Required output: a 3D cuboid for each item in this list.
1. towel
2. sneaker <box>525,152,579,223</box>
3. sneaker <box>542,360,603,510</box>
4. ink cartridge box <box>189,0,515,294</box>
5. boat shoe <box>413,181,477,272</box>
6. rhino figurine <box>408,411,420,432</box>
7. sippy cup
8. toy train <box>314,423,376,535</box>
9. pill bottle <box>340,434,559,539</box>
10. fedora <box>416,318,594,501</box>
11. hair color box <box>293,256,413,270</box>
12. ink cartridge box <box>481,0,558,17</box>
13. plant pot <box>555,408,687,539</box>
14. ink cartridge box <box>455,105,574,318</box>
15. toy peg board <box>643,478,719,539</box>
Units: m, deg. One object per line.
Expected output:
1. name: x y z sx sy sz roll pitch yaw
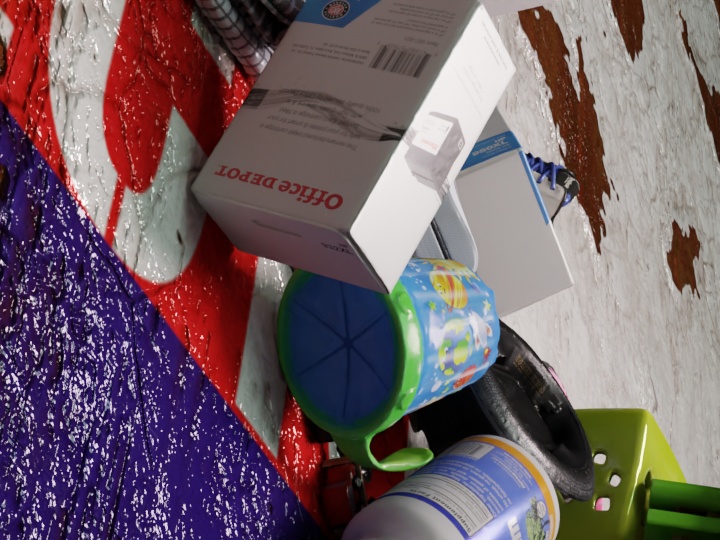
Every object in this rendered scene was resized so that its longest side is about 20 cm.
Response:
1. towel: -0.075 -0.270 1.430 0.166 0.085 0.201 53 32 -47
2. sneaker: 0.156 -0.100 1.903 0.081 0.114 0.201 -52 127 -65
3. sneaker: 0.200 0.182 1.940 0.095 0.078 0.201 -62 139 -76
4. ink cartridge box: -0.004 -0.099 1.332 0.201 0.144 0.084 -60 143 -20
5. boat shoe: 0.039 -0.080 1.499 0.062 0.072 0.201 -121 -167 -66
6. rhino figurine: 0.066 0.067 1.650 0.088 0.059 0.201 61 28 -34
7. sippy cup: 0.029 0.046 1.397 0.130 0.178 0.140 -10 46 -44
8. toy train: -0.009 0.173 1.430 0.046 0.034 0.201 6 73 -65
9. pill bottle: 0.054 0.205 1.381 0.200 0.112 0.113 -29 106 -52
10. fedora: 0.107 0.126 1.542 0.201 0.091 0.201 49 18 -22
11. hair color box: 0.000 0.000 1.509 0.111 0.064 0.201 -65 137 -57
12. ink cartridge box: 0.112 -0.369 1.892 0.145 0.146 0.201 56 30 -45
13. plant pot: 0.179 0.251 1.667 0.200 0.198 0.182 56 36 -47
14. ink cartridge box: 0.115 -0.069 1.725 0.200 0.084 0.145 -107 174 -66
15. toy peg board: 0.274 0.280 1.556 0.200 0.097 0.200 -67 161 -53
